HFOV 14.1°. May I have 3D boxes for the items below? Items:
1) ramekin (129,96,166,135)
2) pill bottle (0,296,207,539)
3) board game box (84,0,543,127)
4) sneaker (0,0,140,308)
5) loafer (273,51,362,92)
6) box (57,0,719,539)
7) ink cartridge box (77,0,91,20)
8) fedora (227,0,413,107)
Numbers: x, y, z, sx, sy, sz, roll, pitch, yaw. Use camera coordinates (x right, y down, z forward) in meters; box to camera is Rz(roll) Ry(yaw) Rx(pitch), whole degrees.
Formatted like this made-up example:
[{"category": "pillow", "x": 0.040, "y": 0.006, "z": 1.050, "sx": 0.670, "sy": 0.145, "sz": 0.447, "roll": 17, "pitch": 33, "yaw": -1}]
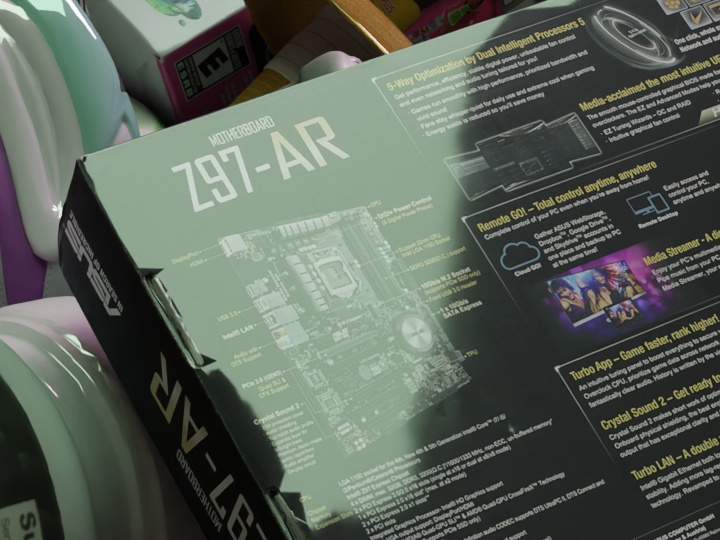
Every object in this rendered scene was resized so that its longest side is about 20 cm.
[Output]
[{"category": "ramekin", "x": -0.150, "y": -0.005, "z": 0.940, "sx": 0.199, "sy": 0.098, "sz": 0.200, "roll": 3, "pitch": 17, "yaw": -1}, {"category": "pill bottle", "x": -0.134, "y": 0.069, "z": 0.670, "sx": 0.116, "sy": 0.117, "sz": 0.199, "roll": 17, "pitch": 22, "yaw": 39}, {"category": "board game box", "x": 0.015, "y": -0.087, "z": 1.017, "sx": 0.200, "sy": 0.148, "sz": 0.064, "roll": -34, "pitch": 48, "yaw": -16}, {"category": "sneaker", "x": -0.100, "y": 0.029, "z": 0.812, "sx": 0.140, "sy": 0.200, "sz": 0.078, "roll": -32, "pitch": -7, "yaw": -20}, {"category": "loafer", "x": -0.002, "y": 0.042, "z": 0.754, "sx": 0.069, "sy": 0.201, "sz": 0.075, "roll": -21, "pitch": -29, "yaw": 13}, {"category": "box", "x": 0.050, "y": 0.016, "z": 0.700, "sx": 0.199, "sy": 0.044, "sz": 0.161, "roll": -21, "pitch": 66, "yaw": -26}, {"category": "ink cartridge box", "x": -0.144, "y": -0.096, "z": 1.055, "sx": 0.145, "sy": 0.201, "sz": 0.085, "roll": 4, "pitch": 49, "yaw": 1}, {"category": "fedora", "x": 0.000, "y": 0.000, "z": 0.884, "sx": 0.082, "sy": 0.201, "sz": 0.201, "roll": -36, "pitch": 28, "yaw": -10}]
